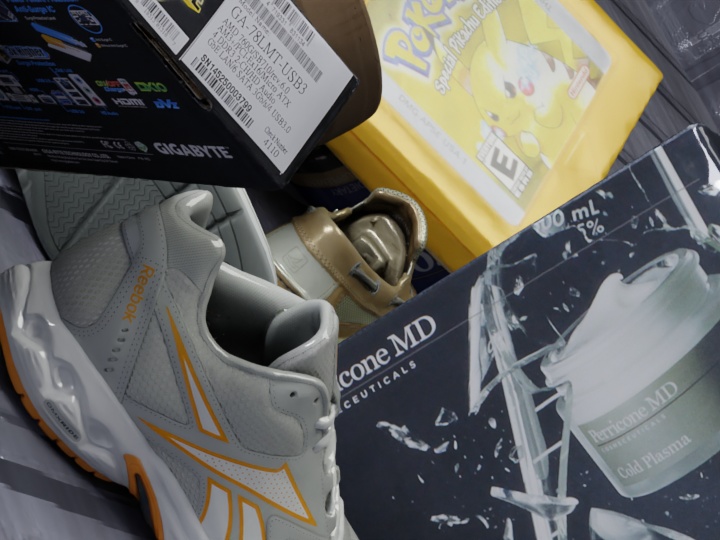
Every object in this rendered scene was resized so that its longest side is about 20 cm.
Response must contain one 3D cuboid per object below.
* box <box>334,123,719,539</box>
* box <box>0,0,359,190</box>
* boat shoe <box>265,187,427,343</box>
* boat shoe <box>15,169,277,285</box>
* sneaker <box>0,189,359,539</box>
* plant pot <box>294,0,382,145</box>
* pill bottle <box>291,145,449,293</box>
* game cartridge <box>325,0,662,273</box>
[{"bbox_3d":[0.102,0.088,1.038,0.197,0.200,0.124,63,15,21],"label":"box"},{"bbox_3d":[-0.126,-0.108,0.822,0.200,0.050,0.199,6,-37,51],"label":"box"},{"bbox_3d":[0.000,0.000,1.196,0.072,0.076,0.200,46,11,5],"label":"boat shoe"},{"bbox_3d":[-0.097,-0.058,1.008,0.202,0.074,0.065,50,18,-4],"label":"boat shoe"},{"bbox_3d":[-0.031,0.059,0.937,0.200,0.092,0.076,51,16,-30],"label":"sneaker"},{"bbox_3d":[-0.083,-0.123,1.087,0.201,0.093,0.201,54,-12,18],"label":"plant pot"},{"bbox_3d":[0.046,-0.033,1.382,0.200,0.112,0.112,49,16,-32],"label":"pill bottle"},{"bbox_3d":[0.037,-0.105,1.278,0.200,0.032,0.176,46,47,-15],"label":"game cartridge"}]
